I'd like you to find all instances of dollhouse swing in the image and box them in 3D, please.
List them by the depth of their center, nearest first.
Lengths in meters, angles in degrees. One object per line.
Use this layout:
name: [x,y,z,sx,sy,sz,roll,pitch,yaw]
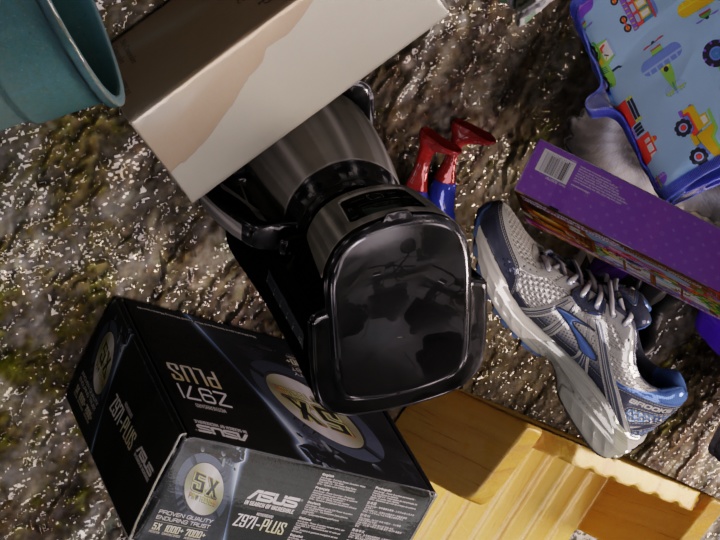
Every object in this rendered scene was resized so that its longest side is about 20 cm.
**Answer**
dollhouse swing: [0.115,0.198,1.758,0.199,0.181,0.177,24,89,-34]

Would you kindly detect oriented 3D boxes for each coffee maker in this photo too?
coffee maker: [0.000,0.000,1.548,0.134,0.200,0.193,-30,128,-1]

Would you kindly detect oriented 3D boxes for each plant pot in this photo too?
plant pot: [-0.261,-0.143,1.356,0.195,0.201,0.201,-25,128,2]

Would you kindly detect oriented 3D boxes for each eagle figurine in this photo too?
eagle figurine: [0.253,-0.098,1.612,0.199,0.152,0.152,25,125,11]

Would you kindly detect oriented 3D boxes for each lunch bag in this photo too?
lunch bag: [0.230,-0.143,1.517,0.199,0.151,0.094,-26,161,8]

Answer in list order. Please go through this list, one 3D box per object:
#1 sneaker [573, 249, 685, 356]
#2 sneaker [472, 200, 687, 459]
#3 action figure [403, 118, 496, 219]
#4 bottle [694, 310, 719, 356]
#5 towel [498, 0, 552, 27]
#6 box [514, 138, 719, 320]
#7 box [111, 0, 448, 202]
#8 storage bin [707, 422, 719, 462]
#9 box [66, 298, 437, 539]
sneaker: [0.205,-0.026,1.683,0.069,0.100,0.201,0,120,-25]
sneaker: [0.152,0.026,1.645,0.085,0.077,0.201,-31,105,24]
action figure: [0.041,-0.002,1.655,0.065,0.051,0.201,-25,140,-53]
bottle: [0.328,-0.017,1.766,0.083,0.065,0.201,20,111,-38]
towel: [0.183,-0.218,1.531,0.199,0.149,0.031,-29,92,-3]
box: [0.195,-0.012,1.536,0.039,0.199,0.137,-62,170,-3]
box: [-0.055,-0.145,1.499,0.199,0.095,0.078,-37,128,1]
storage bin: [0.361,0.084,1.768,0.199,0.094,0.136,-28,149,-40]
box: [-0.074,0.115,1.614,0.199,0.164,0.087,16,114,-30]
